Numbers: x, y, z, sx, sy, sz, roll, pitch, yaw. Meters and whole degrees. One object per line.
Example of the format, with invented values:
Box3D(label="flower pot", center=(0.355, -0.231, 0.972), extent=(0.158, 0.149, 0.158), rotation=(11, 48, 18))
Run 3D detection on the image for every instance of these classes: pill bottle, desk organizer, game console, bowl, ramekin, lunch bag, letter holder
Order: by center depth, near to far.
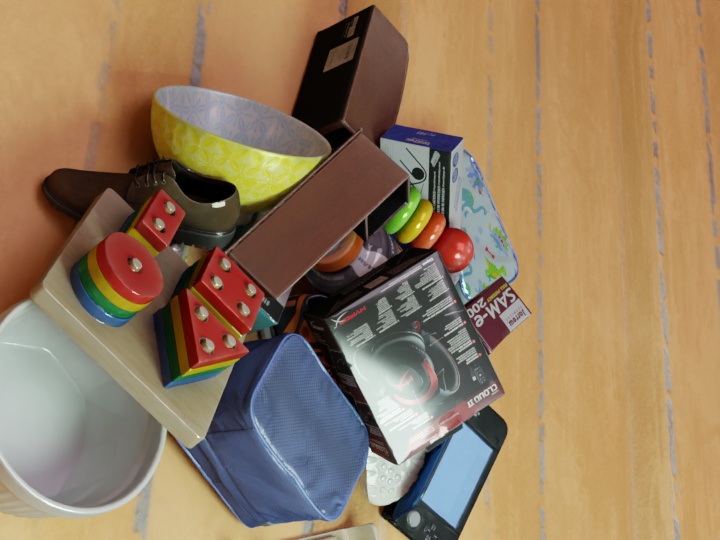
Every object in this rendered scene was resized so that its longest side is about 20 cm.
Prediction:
Box3D(label="ramekin", center=(-0.282, 0.128, 1.195), extent=(0.200, 0.105, 0.201), rotation=(23, 58, -41))
Box3D(label="lunch bag", center=(-0.102, 0.164, 1.366), extent=(0.201, 0.132, 0.136), rotation=(57, 39, -23))
Box3D(label="desk organizer", center=(-0.042, -0.047, 1.398), extent=(0.077, 0.072, 0.200), rotation=(42, 74, 17))
Box3D(label="bowl", center=(-0.141, -0.114, 1.441), extent=(0.199, 0.200, 0.108), rotation=(-4, 121, -50))
Box3D(label="pill bottle", center=(0.000, 0.000, 1.526), extent=(0.200, 0.106, 0.107), rotation=(46, 40, -57))
Box3D(label="game console", center=(0.121, 0.226, 1.569), extent=(0.171, 0.118, 0.201), rotation=(43, 64, -30))
Box3D(label="letter holder", center=(0.005, -0.203, 1.671), extent=(0.142, 0.100, 0.201), rotation=(41, 47, -33))
Box3D(label="lunch bag", center=(0.123, -0.053, 1.756), extent=(0.160, 0.082, 0.201), rotation=(-27, 95, -50))

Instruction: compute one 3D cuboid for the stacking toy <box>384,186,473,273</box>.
Box3D(label="stacking toy", center=(0.049, -0.065, 1.560), extent=(0.200, 0.085, 0.086), rotation=(39, 46, -10))

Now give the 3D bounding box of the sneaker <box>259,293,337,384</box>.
Box3D(label="sneaker", center=(-0.036, 0.121, 1.475), extent=(0.077, 0.112, 0.201), rotation=(-27, 95, -50))

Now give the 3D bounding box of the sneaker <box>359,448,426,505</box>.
Box3D(label="sneaker", center=(0.027, 0.164, 1.508), extent=(0.076, 0.080, 0.201), rotation=(12, 82, -32))

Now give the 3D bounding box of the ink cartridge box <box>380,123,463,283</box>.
Box3D(label="ink cartridge box", center=(0.074, -0.072, 1.624), extent=(0.044, 0.093, 0.201), rotation=(-49, 145, -49))

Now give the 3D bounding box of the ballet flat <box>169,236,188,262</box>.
Box3D(label="ballet flat", center=(-0.238, 0.018, 1.326), extent=(0.200, 0.075, 0.064), rotation=(-36, 134, -45))

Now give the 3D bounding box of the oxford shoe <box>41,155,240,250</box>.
Box3D(label="oxford shoe", center=(-0.217, -0.083, 1.334), extent=(0.199, 0.085, 0.073), rotation=(7, 40, -15))

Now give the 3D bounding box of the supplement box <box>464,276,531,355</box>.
Box3D(label="supplement box", center=(0.098, 0.097, 1.566), extent=(0.061, 0.200, 0.109), rotation=(52, 40, 2))

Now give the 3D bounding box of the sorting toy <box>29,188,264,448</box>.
Box3D(label="sorting toy", center=(-0.180, 0.026, 1.227), extent=(0.200, 0.069, 0.199), rotation=(47, 25, -16))

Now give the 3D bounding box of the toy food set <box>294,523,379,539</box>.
Box3D(label="toy food set", center=(-0.039, 0.354, 1.413), extent=(0.199, 0.060, 0.144), rotation=(0, 74, -48))

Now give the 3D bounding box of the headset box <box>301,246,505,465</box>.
Box3D(label="headset box", center=(0.051, 0.098, 1.417), extent=(0.148, 0.075, 0.201), rotation=(-32, 105, -18))

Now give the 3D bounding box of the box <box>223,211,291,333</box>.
Box3D(label="box", center=(-0.106, -0.032, 1.509), extent=(0.082, 0.049, 0.201), rotation=(45, 45, -27))
